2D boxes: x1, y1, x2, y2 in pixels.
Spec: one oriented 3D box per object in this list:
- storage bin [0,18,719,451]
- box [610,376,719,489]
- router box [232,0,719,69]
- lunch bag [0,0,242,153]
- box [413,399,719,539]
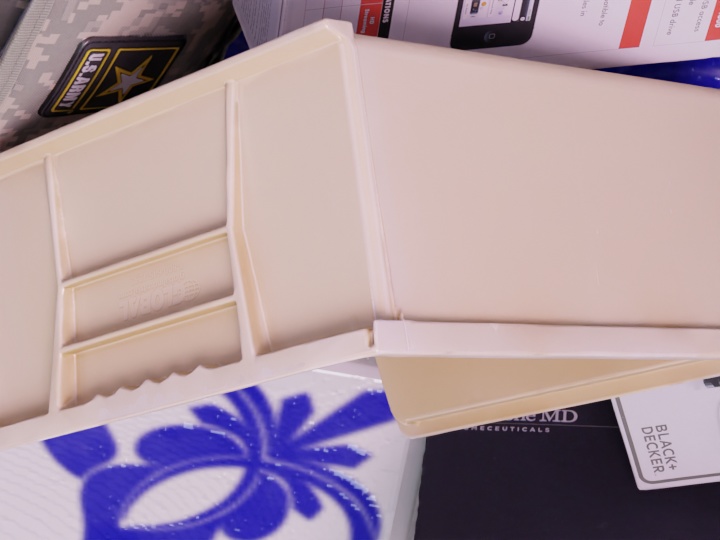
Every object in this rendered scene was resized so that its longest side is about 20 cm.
[{"bbox_3d":[0.000,0.000,0.718,0.199,0.094,0.198,2,167,-45],"label":"storage bin"},{"bbox_3d":[0.187,0.010,0.813,0.199,0.060,0.117,-9,130,17],"label":"box"},{"bbox_3d":[0.061,-0.147,0.651,0.178,0.049,0.201,-6,135,-17],"label":"router box"},{"bbox_3d":[-0.128,-0.104,0.721,0.199,0.118,0.164,21,129,-21],"label":"lunch bag"},{"bbox_3d":[0.117,0.148,0.869,0.198,0.183,0.105,2,133,7],"label":"box"}]
